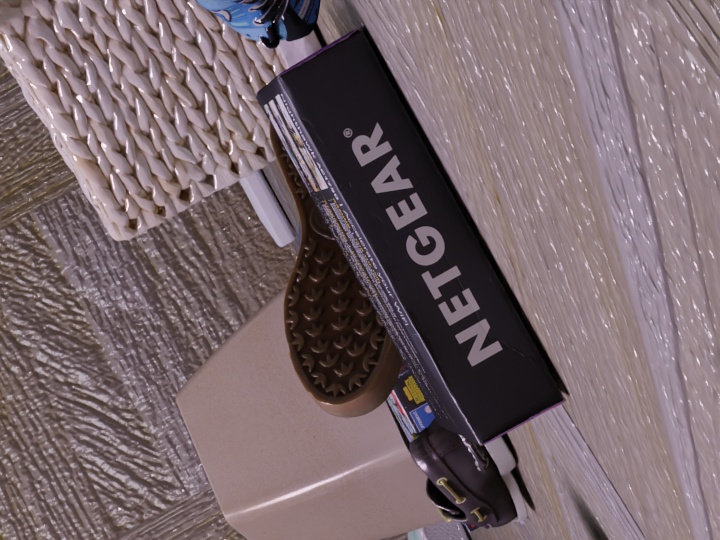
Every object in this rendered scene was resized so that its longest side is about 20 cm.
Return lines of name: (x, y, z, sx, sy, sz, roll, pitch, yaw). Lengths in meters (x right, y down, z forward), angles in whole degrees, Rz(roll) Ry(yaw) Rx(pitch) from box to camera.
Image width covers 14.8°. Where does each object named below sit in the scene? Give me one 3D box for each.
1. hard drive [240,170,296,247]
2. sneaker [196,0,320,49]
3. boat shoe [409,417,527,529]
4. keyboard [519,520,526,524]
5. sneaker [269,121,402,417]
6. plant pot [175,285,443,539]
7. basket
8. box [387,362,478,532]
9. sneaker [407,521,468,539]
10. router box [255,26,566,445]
hard drive: (-0.144, -0.134, 3.366, 0.200, 0.027, 0.132, 63, 176, -22)
sneaker: (-0.047, -0.148, 1.279, 0.090, 0.078, 0.200, 42, -176, -11)
boat shoe: (0.071, 0.137, 1.890, 0.072, 0.060, 0.201, 60, 177, 22)
keyboard: (0.082, 0.112, 1.995, 0.056, 0.011, 0.200, 52, 172, 41)
sneaker: (0.000, 0.000, 1.504, 0.090, 0.067, 0.201, 51, -154, -55)
plant pot: (-0.045, 0.142, 2.444, 0.200, 0.177, 0.200, 66, -173, 25)
basket: (-0.132, -0.160, 1.566, 0.198, 0.161, 0.200, 57, 177, 44)
box: (0.059, 0.128, 2.233, 0.137, 0.040, 0.200, 62, 177, -5)
sneaker: (0.115, 0.372, 3.284, 0.118, 0.074, 0.201, 159, 92, -81)
router box: (0.021, -0.015, 1.351, 0.200, 0.051, 0.149, 61, 175, -4)
